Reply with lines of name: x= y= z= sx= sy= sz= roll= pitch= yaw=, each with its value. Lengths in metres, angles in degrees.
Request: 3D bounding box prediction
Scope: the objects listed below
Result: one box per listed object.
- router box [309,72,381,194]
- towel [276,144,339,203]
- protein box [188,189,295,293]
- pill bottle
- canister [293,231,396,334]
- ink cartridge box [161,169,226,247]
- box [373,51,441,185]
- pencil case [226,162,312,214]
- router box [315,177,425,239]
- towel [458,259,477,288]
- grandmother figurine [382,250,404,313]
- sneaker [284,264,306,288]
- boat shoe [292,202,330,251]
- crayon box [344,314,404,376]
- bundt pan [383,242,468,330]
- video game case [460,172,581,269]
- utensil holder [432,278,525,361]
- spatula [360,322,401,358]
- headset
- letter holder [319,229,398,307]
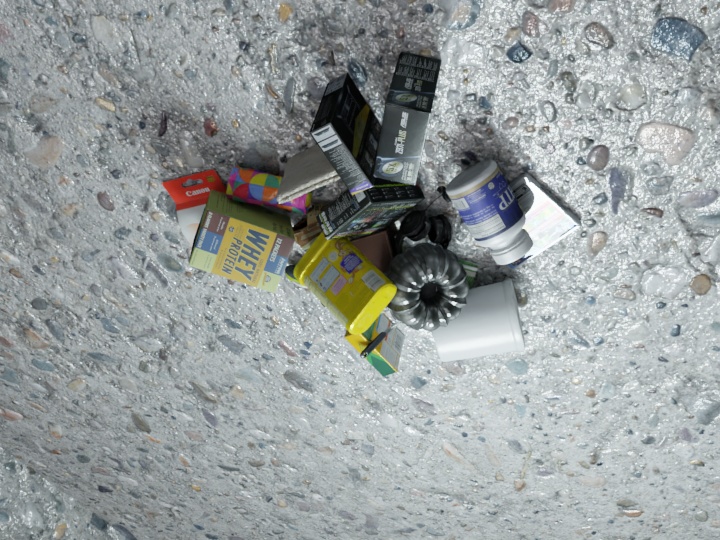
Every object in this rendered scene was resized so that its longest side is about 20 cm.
router box: x=-0.021 y=-0.272 z=1.458 sx=0.052 sy=0.201 sz=0.158 roll=-20 pitch=124 yaw=26
towel: x=-0.093 y=-0.222 z=1.573 sx=0.199 sy=0.133 sz=0.035 roll=-20 pitch=129 yaw=29
protein box: x=-0.269 y=-0.069 z=1.676 sx=0.199 sy=0.199 sz=0.136 roll=19 pitch=105 yaw=-15
pill bottle: x=0.277 y=-0.119 z=1.547 sx=0.119 sy=0.120 sz=0.201 roll=-24 pitch=108 yaw=32
canister: x=-0.034 y=0.024 z=1.603 sx=0.149 sy=0.200 sz=0.086 roll=-51 pitch=151 yaw=10
ink cartridge box: x=-0.375 y=-0.139 z=1.788 sx=0.161 sy=0.050 sz=0.200 roll=-10 pitch=132 yaw=23
box: x=0.090 y=-0.292 z=1.408 sx=0.086 sy=0.201 sz=0.164 roll=12 pitch=135 yaw=2
pencil case: x=-0.207 y=-0.184 z=1.679 sx=0.199 sy=0.089 sz=0.089 roll=13 pitch=135 yaw=6
router box: x=0.024 y=-0.137 z=1.587 sx=0.150 sy=0.199 sz=0.062 roll=-37 pitch=73 yaw=37
towel: x=0.198 y=0.041 z=1.819 sx=0.152 sy=0.023 sz=0.201 roll=14 pitch=136 yaw=3
grandmother figurine: x=0.080 y=0.043 z=1.823 sx=0.122 sy=0.060 sz=0.200 roll=57 pitch=143 yaw=21
sneaker: x=-0.092 y=0.000 z=1.837 sx=0.199 sy=0.074 sz=0.081 roll=6 pitch=115 yaw=10
boat shoe: x=-0.094 y=-0.117 z=1.714 sx=0.074 sy=0.076 sz=0.200 roll=40 pitch=128 yaw=-17
crayon box: x=0.029 y=0.162 z=1.905 sx=0.051 sy=0.126 sz=0.200 roll=-23 pitch=122 yaw=32
bundt pan: x=0.150 y=0.045 z=1.621 sx=0.200 sy=0.076 sz=0.203 roll=-4 pitch=106 yaw=-12
video game case: x=0.354 y=-0.105 z=1.638 sx=0.182 sy=0.023 sz=0.200 roll=37 pitch=130 yaw=-19
utensil holder: x=0.277 y=0.123 z=1.750 sx=0.199 sy=0.171 sz=0.171 roll=-13 pitch=129 yaw=14
spatula: x=0.074 y=0.149 z=1.840 sx=0.200 sy=0.021 sz=0.057 roll=-42 pitch=118 yaw=-4
headset: x=0.154 y=-0.091 z=1.637 sx=0.123 sy=0.094 sz=0.201 roll=7 pitch=114 yaw=-25
letter holder: x=0.000 y=0.000 z=1.718 sx=0.199 sy=0.101 sz=0.143 roll=-15 pitch=87 yaw=18
